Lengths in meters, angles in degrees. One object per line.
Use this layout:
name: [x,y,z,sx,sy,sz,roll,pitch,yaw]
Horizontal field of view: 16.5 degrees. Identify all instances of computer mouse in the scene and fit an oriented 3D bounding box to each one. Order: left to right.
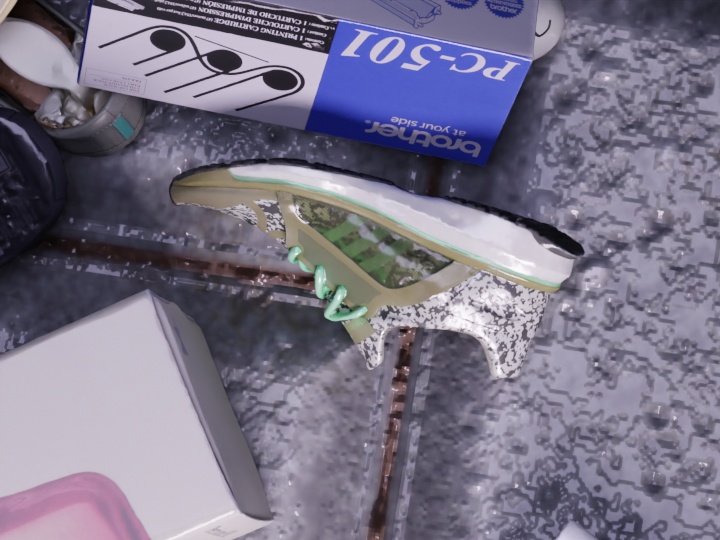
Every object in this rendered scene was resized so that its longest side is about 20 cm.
computer mouse: [-0.245,-0.037,1.193,0.199,0.046,0.141,-34,96,9]

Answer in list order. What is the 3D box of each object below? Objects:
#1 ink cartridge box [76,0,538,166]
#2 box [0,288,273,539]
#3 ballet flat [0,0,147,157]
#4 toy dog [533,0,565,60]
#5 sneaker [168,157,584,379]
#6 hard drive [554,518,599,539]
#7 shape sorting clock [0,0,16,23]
ink cartridge box: [-0.026,-0.108,1.137,0.199,0.094,0.044,11,59,-7]
box: [-0.154,0.102,1.130,0.199,0.128,0.110,-23,81,3]
ballet flat: [-0.189,-0.127,1.196,0.199,0.064,0.068,34,87,9]
toy dog: [0.033,-0.199,1.167,0.200,0.096,0.132,37,88,9]
sneaker: [0.000,0.000,1.160,0.199,0.077,0.089,15,93,9]
hard drive: [0.136,0.228,1.136,0.200,0.027,0.132,38,88,8]
shape sorting clock: [-0.231,-0.182,1.157,0.199,0.039,0.202,0,90,26]
